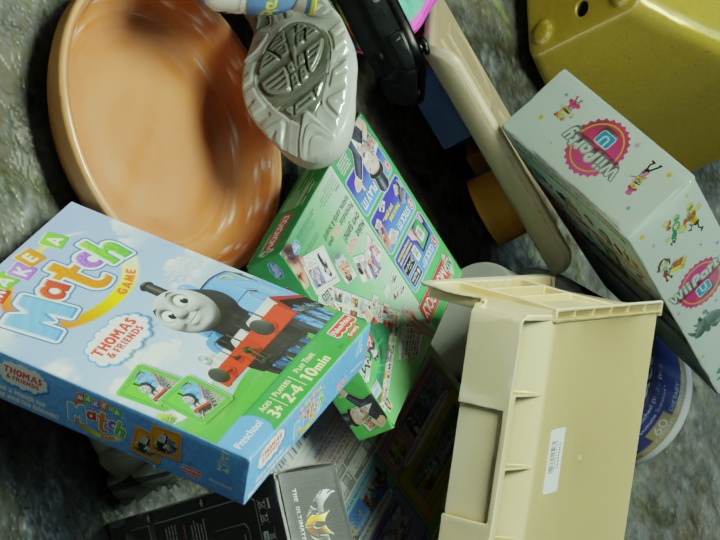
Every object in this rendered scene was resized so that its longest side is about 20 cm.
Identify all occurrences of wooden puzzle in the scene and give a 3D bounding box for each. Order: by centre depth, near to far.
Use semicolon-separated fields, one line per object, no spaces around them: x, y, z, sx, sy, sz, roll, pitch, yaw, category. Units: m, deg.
0.083;-0.098;1.813;0.185;0.046;0.200;59;8;-17;wooden puzzle

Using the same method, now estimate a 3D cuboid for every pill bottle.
0.139;0.064;1.803;0.200;0.111;0.111;26;55;-45;pill bottle

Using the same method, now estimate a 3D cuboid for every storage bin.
0.100;0.111;1.611;0.198;0.094;0.200;-2;102;-60;storage bin

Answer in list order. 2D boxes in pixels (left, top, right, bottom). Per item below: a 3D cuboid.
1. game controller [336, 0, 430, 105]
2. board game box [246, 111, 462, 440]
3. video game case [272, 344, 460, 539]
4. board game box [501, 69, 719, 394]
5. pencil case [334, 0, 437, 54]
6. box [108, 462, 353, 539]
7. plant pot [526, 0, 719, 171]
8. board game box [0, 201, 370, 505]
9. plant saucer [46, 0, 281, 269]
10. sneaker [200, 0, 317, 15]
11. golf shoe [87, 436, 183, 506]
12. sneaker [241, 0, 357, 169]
-0.006;-0.202;1.665;0.200;0.042;0.104;65;2;14;game controller
0.000;0.000;1.616;0.135;0.029;0.200;58;27;-18;board game box
0.010;0.127;1.646;0.182;0.022;0.200;53;45;-23;video game case
0.192;-0.025;1.730;0.148;0.064;0.200;46;-4;41;board game box
0.044;-0.241;1.793;0.088;0.088;0.200;50;59;-27;pencil case
-0.059;0.221;1.427;0.048;0.158;0.200;-5;78;-43;box
0.235;-0.210;1.997;0.200;0.195;0.195;17;62;-39;plant pot
-0.116;0.042;1.422;0.151;0.200;0.037;-48;153;-51;board game box
-0.126;-0.088;1.580;0.200;0.037;0.201;26;56;-46;plant saucer
-0.095;-0.220;1.598;0.082;0.200;0.074;-13;124;-21;sneaker
-0.100;0.052;1.526;0.097;0.078;0.200;57;36;-9;golf shoe
-0.030;-0.134;1.636;0.099;0.078;0.200;51;20;-47;sneaker
